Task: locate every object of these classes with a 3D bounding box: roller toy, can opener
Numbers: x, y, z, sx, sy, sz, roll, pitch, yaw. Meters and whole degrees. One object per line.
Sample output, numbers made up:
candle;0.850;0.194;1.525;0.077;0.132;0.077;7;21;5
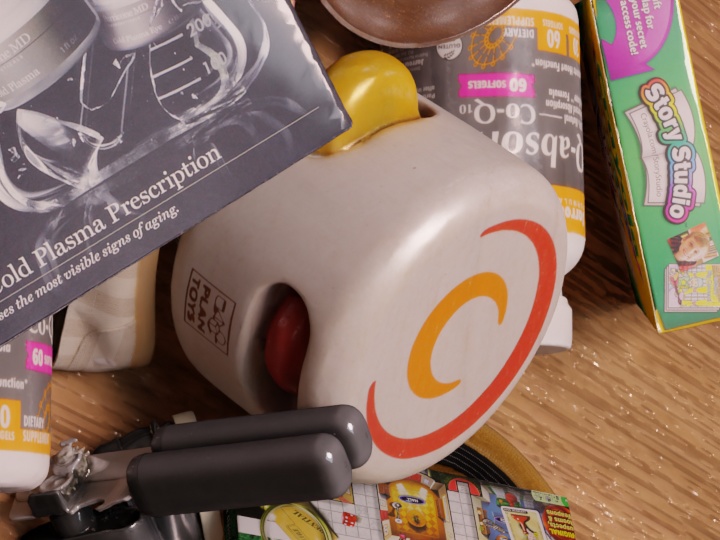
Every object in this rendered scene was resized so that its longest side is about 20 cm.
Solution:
roller toy;0.000;0.000;1.182;0.183;0.139;0.200;-53;149;-3
can opener;-0.083;0.104;1.128;0.067;0.199;0.053;65;32;-20

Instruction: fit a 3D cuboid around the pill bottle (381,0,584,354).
pill bottle;0.070;-0.054;1.337;0.116;0.116;0.201;4;81;-43

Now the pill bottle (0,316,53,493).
pill bottle;-0.199;0.001;1.078;0.116;0.116;0.201;6;80;-43

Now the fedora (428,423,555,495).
fedora;0.020;0.152;1.269;0.199;0.082;0.201;18;43;-17

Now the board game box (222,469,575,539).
board game box;0.024;0.144;1.198;0.199;0.024;0.105;13;46;-22

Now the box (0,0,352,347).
box;-0.139;-0.092;0.963;0.199;0.104;0.183;-33;109;-13

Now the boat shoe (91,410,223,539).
boat shoe;-0.097;0.176;1.192;0.066;0.074;0.201;-10;96;-9

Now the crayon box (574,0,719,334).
crayon box;0.179;-0.073;1.429;0.173;0.058;0.201;-55;132;-84

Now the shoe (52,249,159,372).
shoe;-0.128;-0.036;1.152;0.053;0.070;0.201;-6;118;-21

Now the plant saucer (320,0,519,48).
plant saucer;0.042;-0.214;1.219;0.199;0.034;0.201;-22;129;-29

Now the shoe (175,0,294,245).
shoe;-0.071;-0.092;1.198;0.091;0.071;0.201;-53;152;-76
